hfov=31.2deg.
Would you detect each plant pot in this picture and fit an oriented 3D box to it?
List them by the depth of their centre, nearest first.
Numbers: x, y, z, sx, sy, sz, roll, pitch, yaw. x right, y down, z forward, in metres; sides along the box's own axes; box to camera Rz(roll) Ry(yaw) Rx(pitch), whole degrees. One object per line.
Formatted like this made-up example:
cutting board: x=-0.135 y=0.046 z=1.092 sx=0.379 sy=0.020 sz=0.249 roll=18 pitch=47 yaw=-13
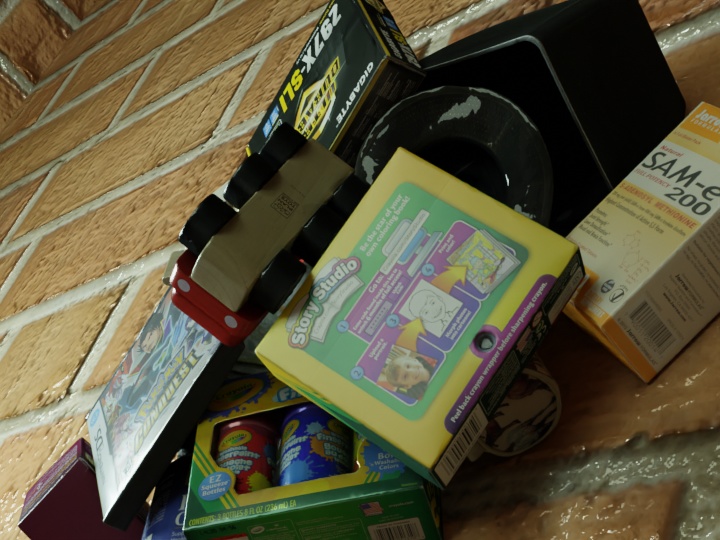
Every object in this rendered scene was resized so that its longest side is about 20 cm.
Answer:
plant pot: x=0.177 y=-0.146 z=1.169 sx=0.199 sy=0.201 sz=0.177 roll=-8 pitch=28 yaw=51

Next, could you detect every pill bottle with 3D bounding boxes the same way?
pill bottle: x=-0.138 y=0.235 z=1.151 sx=0.111 sy=0.112 sz=0.201 roll=-31 pitch=29 yaw=25

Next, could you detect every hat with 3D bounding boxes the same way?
hat: x=0.085 y=-0.050 z=1.100 sx=0.198 sy=0.081 sz=0.204 roll=-6 pitch=77 yaw=24

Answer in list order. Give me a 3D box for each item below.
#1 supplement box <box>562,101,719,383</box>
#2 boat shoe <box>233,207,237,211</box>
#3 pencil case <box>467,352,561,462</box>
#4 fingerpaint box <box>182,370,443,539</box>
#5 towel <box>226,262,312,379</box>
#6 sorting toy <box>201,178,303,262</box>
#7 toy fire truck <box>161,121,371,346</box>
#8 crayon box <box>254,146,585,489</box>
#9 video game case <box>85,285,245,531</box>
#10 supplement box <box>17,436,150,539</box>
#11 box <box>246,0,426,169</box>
supplement box: x=0.246 y=-0.027 z=1.008 sx=0.200 sy=0.074 sz=0.126 roll=-45 pitch=26 yaw=0
boat shoe: x=-0.029 y=-0.030 z=1.276 sx=0.073 sy=0.198 sz=0.072 roll=-59 pitch=29 yaw=26
pencil case: x=0.097 y=0.073 z=1.079 sx=0.089 sy=0.078 sz=0.200 roll=-27 pitch=27 yaw=2
fingerpaint box: x=-0.037 y=0.155 z=1.069 sx=0.197 sy=0.074 sz=0.168 roll=-12 pitch=38 yaw=10
towel: x=-0.061 y=0.058 z=1.232 sx=0.201 sy=0.168 sz=0.049 roll=-83 pitch=3 yaw=-55
sorting toy: x=-0.030 y=-0.073 z=1.377 sx=0.199 sy=0.198 sz=0.070 roll=-34 pitch=62 yaw=25
toy fire truck: x=-0.106 y=-0.009 z=1.084 sx=0.176 sy=0.128 sz=0.201 roll=-51 pitch=-4 yaw=-44
crayon box: x=0.045 y=0.032 z=0.984 sx=0.171 sy=0.058 sz=0.201 roll=30 pitch=77 yaw=26
video game case: x=-0.182 y=0.104 z=1.167 sx=0.201 sy=0.025 sz=0.181 roll=-56 pitch=26 yaw=11
supplement box: x=-0.267 y=0.241 z=1.273 sx=0.086 sy=0.110 sz=0.200 roll=-46 pitch=7 yaw=-10
box: x=-0.028 y=-0.144 z=1.187 sx=0.201 sy=0.049 sz=0.161 roll=-56 pitch=30 yaw=25
